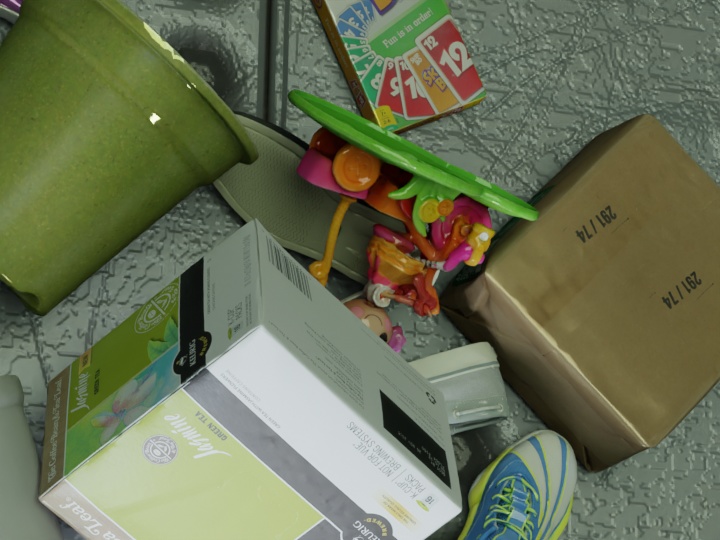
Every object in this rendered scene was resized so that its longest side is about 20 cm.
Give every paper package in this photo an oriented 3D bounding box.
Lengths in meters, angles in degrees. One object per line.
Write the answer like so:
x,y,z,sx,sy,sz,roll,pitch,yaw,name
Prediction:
0.194,0.015,1.775,0.191,0.103,0.200,47,67,-2,paper package

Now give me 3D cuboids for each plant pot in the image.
-0.202,-0.078,1.619,0.200,0.200,0.184,43,83,-5,plant pot

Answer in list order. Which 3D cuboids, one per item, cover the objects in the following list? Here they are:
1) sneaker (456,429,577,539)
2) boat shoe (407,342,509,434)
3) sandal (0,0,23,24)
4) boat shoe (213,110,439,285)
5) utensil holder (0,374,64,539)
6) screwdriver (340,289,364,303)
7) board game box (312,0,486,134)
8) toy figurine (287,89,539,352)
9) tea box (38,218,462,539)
0.108,0.194,1.697,0.076,0.105,0.201,36,68,-8,sneaker
0.021,0.111,1.706,0.200,0.070,0.072,-19,80,-25,boat shoe
-0.268,-0.227,1.700,0.202,0.050,0.083,22,69,-12,sandal
-0.030,-0.050,1.741,0.199,0.068,0.072,33,110,-5,boat shoe
-0.270,0.188,1.530,0.169,0.170,0.201,-16,84,-22,utensil holder
-0.008,0.017,1.704,0.199,0.028,0.029,-30,115,1,screwdriver
0.014,-0.205,1.810,0.095,0.030,0.201,-21,82,-23,board game box
0.000,0.000,1.655,0.199,0.150,0.185,23,98,-25,toy figurine
-0.073,0.115,1.560,0.196,0.134,0.200,-37,118,17,tea box
